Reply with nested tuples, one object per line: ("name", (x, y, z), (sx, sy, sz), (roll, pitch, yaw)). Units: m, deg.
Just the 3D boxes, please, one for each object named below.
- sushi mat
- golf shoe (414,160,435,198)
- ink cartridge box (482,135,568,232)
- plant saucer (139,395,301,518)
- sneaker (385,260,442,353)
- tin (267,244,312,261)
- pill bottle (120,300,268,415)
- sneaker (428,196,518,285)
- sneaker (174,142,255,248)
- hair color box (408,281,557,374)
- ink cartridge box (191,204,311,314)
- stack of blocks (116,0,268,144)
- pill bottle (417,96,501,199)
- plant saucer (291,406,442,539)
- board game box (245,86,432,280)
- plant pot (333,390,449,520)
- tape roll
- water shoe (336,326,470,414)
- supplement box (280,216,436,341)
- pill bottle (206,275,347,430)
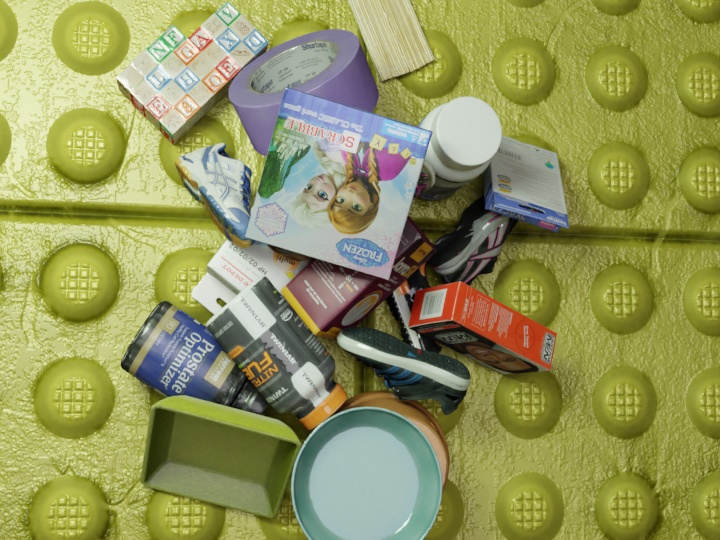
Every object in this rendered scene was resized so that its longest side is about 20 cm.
("sushi mat", (0.037, -0.400, 1.451), (0.095, 0.012, 0.202), (-22, 88, -14))
("golf shoe", (0.039, -0.152, 1.334), (0.092, 0.199, 0.073), (-29, 120, -35))
("ink cartridge box", (0.242, -0.126, 1.383), (0.118, 0.042, 0.201), (16, 37, -8))
("plant saucer", (-0.188, 0.244, 1.257), (0.198, 0.201, 0.048), (15, 45, -5))
("sneaker", (0.102, 0.077, 1.375), (0.089, 0.070, 0.202), (-21, 85, -9))
("tin", (-0.053, -0.102, 1.277), (0.200, 0.042, 0.112), (-47, 62, 5))
("pill bottle", (-0.220, 0.140, 1.285), (0.199, 0.112, 0.112), (34, 78, -5))
("sneaker", (0.184, -0.042, 1.413), (0.199, 0.080, 0.087), (-39, 123, -20))
("sneaker", (-0.184, -0.116, 1.304), (0.088, 0.076, 0.200), (-30, 55, -16))
("hair color box", (0.177, 0.086, 1.335), (0.199, 0.101, 0.062), (26, 67, -29))
("ink cartridge box", (-0.142, -0.013, 1.341), (0.115, 0.068, 0.201), (37, 78, -4))
("stack of blocks", (-0.245, -0.299, 1.362), (0.115, 0.059, 0.200), (45, 78, -2))
("pill bottle", (0.128, -0.176, 1.344), (0.112, 0.200, 0.115), (1, 82, -11))
("plant saucer", (0.007, 0.279, 1.208), (0.197, 0.036, 0.203), (1, 83, -9))
("board game box", (-0.029, -0.112, 1.204), (0.198, 0.041, 0.202), (16, 99, -1))
("plant pot", (0.040, 0.270, 1.304), (0.197, 0.140, 0.203), (1, 82, -10))
("tape roll", (-0.080, -0.251, 1.311), (0.199, 0.200, 0.085), (-35, 125, -12))
("water shoe", (0.053, 0.144, 1.301), (0.198, 0.072, 0.080), (20, 110, 2))
("supplement box", (0.000, 0.000, 1.307), (0.200, 0.110, 0.086), (-43, 72, 7))
("pill bottle", (-0.105, 0.115, 1.238), (0.106, 0.106, 0.200), (-40, 93, -13))
